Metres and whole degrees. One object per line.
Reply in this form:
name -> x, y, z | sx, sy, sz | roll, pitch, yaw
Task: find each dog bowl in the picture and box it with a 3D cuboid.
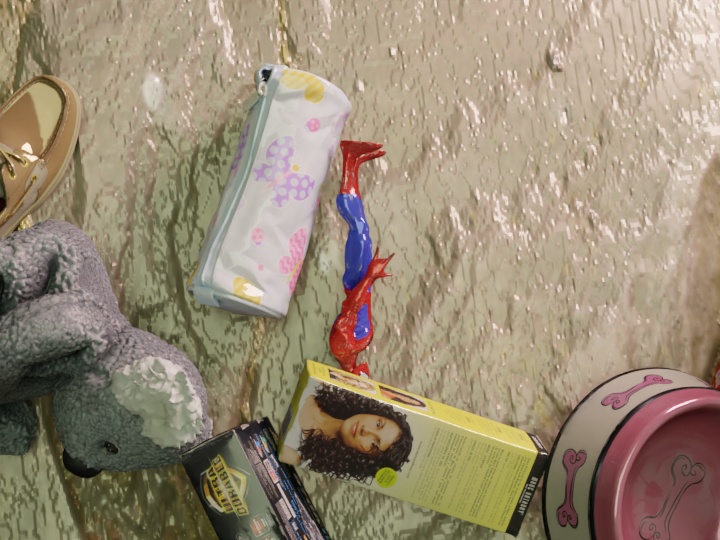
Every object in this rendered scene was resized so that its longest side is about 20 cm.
dog bowl -> 0.243, 0.176, 0.838 | 0.199, 0.074, 0.201 | 0, 89, -21

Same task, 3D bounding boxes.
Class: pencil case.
pencil case -> -0.072, -0.061, 0.874 | 0.083, 0.091, 0.201 | 14, 84, 22

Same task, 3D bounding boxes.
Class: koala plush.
koala plush -> -0.198, 0.077, 0.817 | 0.200, 0.177, 0.184 | 28, 72, 5

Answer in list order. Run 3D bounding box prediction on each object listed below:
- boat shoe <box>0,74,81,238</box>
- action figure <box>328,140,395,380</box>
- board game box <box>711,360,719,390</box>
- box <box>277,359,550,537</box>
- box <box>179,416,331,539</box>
boat shoe -> -0.292, -0.073, 0.879 | 0.074, 0.066, 0.200 | 28, 82, 1
action figure -> 0.000, 0.000, 0.880 | 0.051, 0.065, 0.201 | 5, 89, 0
board game box -> 0.420, 0.031, 0.830 | 0.199, 0.200, 0.200 | 21, 82, 0
box -> 0.040, 0.138, 0.854 | 0.199, 0.050, 0.076 | 18, 100, -9
box -> -0.054, 0.208, 0.807 | 0.046, 0.159, 0.200 | -28, 85, 1
